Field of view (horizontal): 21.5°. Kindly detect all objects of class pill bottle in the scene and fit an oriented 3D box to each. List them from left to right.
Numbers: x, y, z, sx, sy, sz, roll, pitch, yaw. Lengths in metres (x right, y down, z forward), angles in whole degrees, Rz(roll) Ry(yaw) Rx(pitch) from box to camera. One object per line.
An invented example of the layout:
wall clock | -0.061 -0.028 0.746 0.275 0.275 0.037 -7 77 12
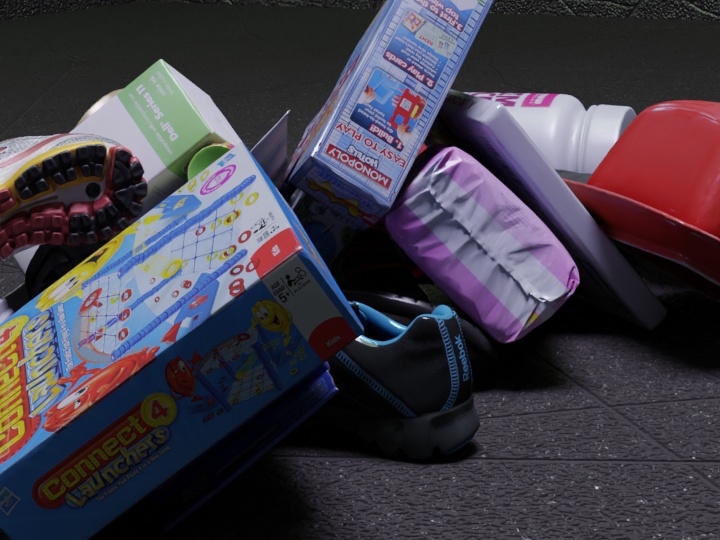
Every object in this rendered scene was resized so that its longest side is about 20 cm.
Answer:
pill bottle | 0.136 -0.097 1.641 0.198 0.115 0.113 3 14 21

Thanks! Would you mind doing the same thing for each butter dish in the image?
butter dish | 0.259 -0.058 1.277 0.199 0.149 0.199 27 1 -26

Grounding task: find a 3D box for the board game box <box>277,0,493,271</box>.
board game box | -0.003 -0.081 1.223 0.061 0.200 0.201 32 40 -6

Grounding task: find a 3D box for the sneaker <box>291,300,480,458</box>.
sneaker | -0.023 0.053 1.096 0.198 0.083 0.073 3 16 26

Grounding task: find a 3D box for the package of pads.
package of pads | 0.073 -0.021 1.243 0.076 0.121 0.200 -43 4 2

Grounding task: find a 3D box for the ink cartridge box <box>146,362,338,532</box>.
ink cartridge box | -0.085 0.055 1.035 0.119 0.042 0.200 -38 24 1

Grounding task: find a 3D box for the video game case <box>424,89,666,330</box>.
video game case | 0.113 -0.051 1.335 0.023 0.200 0.182 -45 23 -7

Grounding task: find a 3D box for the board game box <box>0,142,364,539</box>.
board game box | -0.109 0.036 0.979 0.195 0.056 0.200 -37 22 1

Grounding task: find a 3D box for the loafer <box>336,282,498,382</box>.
loafer | -0.013 0.043 1.184 0.198 0.072 0.073 14 -1 0

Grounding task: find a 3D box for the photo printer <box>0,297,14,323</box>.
photo printer | -0.314 0.064 1.116 0.198 0.070 0.166 -2 12 1

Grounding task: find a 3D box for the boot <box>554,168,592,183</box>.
boot | 0.195 -0.065 1.454 0.180 0.073 0.200 -3 -6 -4

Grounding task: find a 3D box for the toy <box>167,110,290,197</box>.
toy | -0.096 -0.048 1.222 0.047 0.115 0.200 40 -9 1

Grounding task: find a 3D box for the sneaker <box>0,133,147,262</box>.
sneaker | -0.233 -0.037 1.181 0.198 0.079 0.082 -12 19 -12

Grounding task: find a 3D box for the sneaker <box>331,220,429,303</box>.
sneaker | 0.000 0.000 1.333 0.077 0.078 0.200 -4 14 -16

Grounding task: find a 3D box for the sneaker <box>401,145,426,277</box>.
sneaker | 0.038 -0.067 1.518 0.114 0.079 0.200 -10 36 -17

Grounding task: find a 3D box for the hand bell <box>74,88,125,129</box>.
hand bell | -0.110 -0.047 1.366 0.199 0.105 0.104 27 26 28

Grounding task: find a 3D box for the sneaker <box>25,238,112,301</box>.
sneaker | -0.188 0.029 1.174 0.099 0.071 0.200 37 22 19

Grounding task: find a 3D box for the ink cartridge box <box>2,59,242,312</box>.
ink cartridge box | -0.178 -0.046 1.289 0.199 0.068 0.117 -38 -14 5
